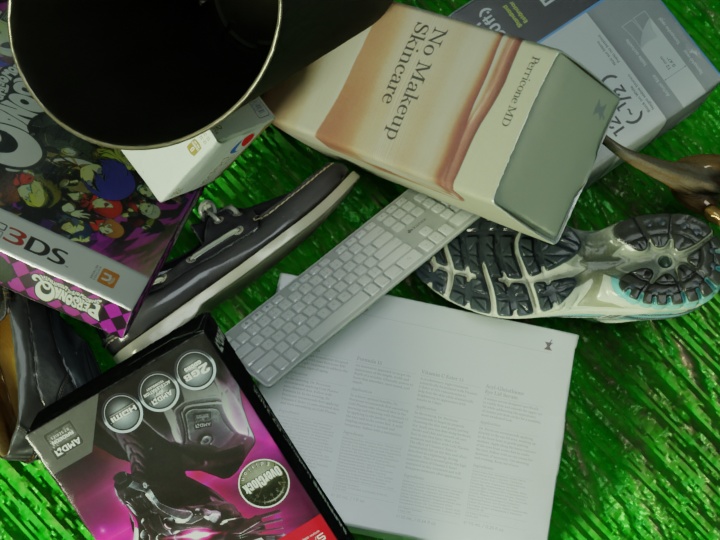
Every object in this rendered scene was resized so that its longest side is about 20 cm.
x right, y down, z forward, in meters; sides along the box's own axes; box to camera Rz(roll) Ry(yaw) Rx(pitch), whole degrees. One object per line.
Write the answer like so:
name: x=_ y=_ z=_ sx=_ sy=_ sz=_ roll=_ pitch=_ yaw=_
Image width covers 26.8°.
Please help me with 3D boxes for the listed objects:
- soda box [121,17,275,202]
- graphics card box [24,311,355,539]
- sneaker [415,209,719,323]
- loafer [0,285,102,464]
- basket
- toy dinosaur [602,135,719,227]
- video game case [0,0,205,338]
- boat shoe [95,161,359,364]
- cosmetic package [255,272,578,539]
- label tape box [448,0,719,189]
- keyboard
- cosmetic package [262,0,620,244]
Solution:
soda box: x=-0.145 y=-0.145 z=0.930 sx=0.200 sy=0.068 sz=0.064 roll=53 pitch=37 yaw=6
graphics card box: x=-0.090 y=0.140 z=0.894 sx=0.125 sy=0.051 sz=0.200 roll=-29 pitch=101 yaw=5
sneaker: x=0.134 y=0.008 z=0.991 sx=0.199 sy=0.086 sz=0.078 roll=5 pitch=71 yaw=9
loafer: x=-0.226 y=0.025 z=0.933 sx=0.072 sy=0.073 sz=0.200 roll=-16 pitch=72 yaw=-52
basket: x=-0.069 y=-0.163 z=0.846 sx=0.200 sy=0.180 sz=0.136 roll=-37 pitch=104 yaw=-56
toy dinosaur: x=0.219 y=-0.057 z=0.986 sx=0.106 sy=0.200 sz=0.061 roll=34 pitch=109 yaw=41
video game case: x=-0.190 y=-0.071 z=0.951 sx=0.181 sy=0.036 sz=0.200 roll=25 pitch=48 yaw=-2
boat shoe: x=-0.090 y=-0.018 z=0.974 sx=0.200 sy=0.073 sz=0.063 roll=-38 pitch=86 yaw=-10
cosmetic package: x=0.029 y=0.097 z=0.969 sx=0.199 sy=0.052 sz=0.151 roll=12 pitch=76 yaw=-3
label tape box: x=0.123 y=-0.124 z=1.032 sx=0.200 sy=0.066 sz=0.143 roll=-34 pitch=82 yaw=-16
keyboard: x=0.000 y=0.000 z=0.949 sx=0.200 sy=0.011 sz=0.056 roll=-39 pitch=43 yaw=-20
cosmetic package: x=0.045 y=-0.102 z=0.943 sx=0.200 sy=0.087 sz=0.104 roll=22 pitch=88 yaw=37
